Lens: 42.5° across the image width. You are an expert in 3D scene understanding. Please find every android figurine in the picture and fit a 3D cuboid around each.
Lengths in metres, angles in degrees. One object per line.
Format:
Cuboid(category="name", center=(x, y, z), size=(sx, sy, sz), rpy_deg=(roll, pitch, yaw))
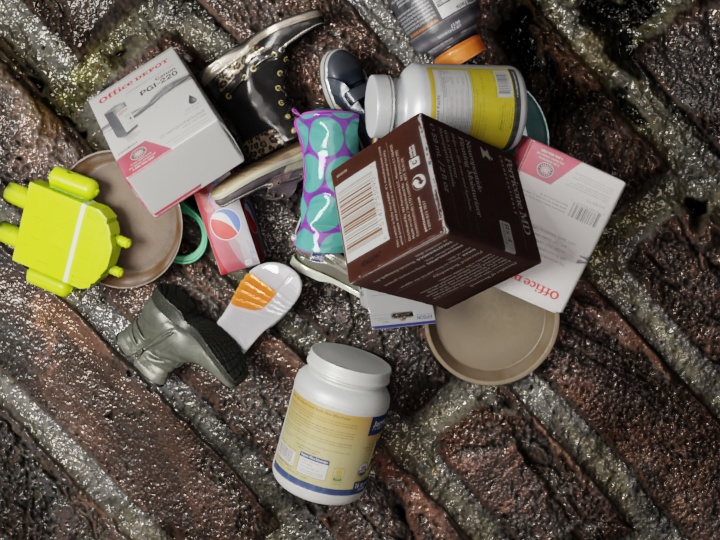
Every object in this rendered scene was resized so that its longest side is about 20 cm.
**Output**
Cuboid(category="android figurine", center=(-0.424, -0.051, 1.330), size=(0.199, 0.041, 0.183), rpy_deg=(19, 105, 7))

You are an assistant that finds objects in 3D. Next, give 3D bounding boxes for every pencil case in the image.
Cuboid(category="pencil case", center=(-0.047, -0.117, 1.250), size=(0.092, 0.085, 0.202), rpy_deg=(1, 101, -3))

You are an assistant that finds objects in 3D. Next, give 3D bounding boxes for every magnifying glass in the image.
Cuboid(category="magnifying glass", center=(-0.287, -0.104, 1.357), size=(0.079, 0.022, 0.201), rpy_deg=(-23, 101, 7))

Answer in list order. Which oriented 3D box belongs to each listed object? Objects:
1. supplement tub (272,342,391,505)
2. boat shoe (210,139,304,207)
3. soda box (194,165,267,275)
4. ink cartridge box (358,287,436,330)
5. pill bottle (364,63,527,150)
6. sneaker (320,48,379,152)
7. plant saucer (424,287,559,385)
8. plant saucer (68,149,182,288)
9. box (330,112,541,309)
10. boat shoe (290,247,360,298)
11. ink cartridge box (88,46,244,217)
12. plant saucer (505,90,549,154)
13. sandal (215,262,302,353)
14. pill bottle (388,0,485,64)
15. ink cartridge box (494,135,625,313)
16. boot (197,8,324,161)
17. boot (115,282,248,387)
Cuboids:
Cuboid(category="supplement tub", center=(-0.038, 0.219, 1.343), size=(0.143, 0.144, 0.202), rpy_deg=(15, 101, -1))
Cuboid(category="boat shoe", center=(-0.114, -0.128, 1.287), size=(0.199, 0.072, 0.065), rpy_deg=(-32, 110, -30))
Cuboid(category="soda box", center=(-0.196, -0.101, 1.327), size=(0.063, 0.070, 0.202), rpy_deg=(-16, 99, 8))
Cuboid(category="ink cartridge box", center=(0.042, -0.015, 1.301), size=(0.099, 0.039, 0.202), rpy_deg=(-3, 76, -17))
Cuboid(category="pill bottle", center=(0.110, -0.214, 1.218), size=(0.198, 0.112, 0.113), rpy_deg=(-1, 101, -11))
Cuboid(category="sneaker", center=(0.015, -0.217, 1.284), size=(0.078, 0.079, 0.201), rpy_deg=(-32, 106, -31))
Cuboid(category="plant saucer", center=(0.192, 0.070, 1.366), size=(0.198, 0.029, 0.202), rpy_deg=(1, 100, 3))
Cuboid(category="plant saucer", center=(-0.347, -0.075, 1.346), size=(0.198, 0.032, 0.202), rpy_deg=(3, 104, 11))
Cuboid(category="box", center=(0.094, -0.069, 1.179), size=(0.164, 0.199, 0.167), rpy_deg=(-29, 61, 37))
Cuboid(category="boat shoe", center=(0.000, 0.001, 1.338), size=(0.200, 0.072, 0.061), rpy_deg=(22, 105, 2))
Cuboid(category="ink cartridge box", center=(-0.263, -0.189, 1.240), size=(0.145, 0.200, 0.085), rpy_deg=(-33, 137, -2))
Cuboid(category="plant saucer", center=(0.166, -0.180, 1.317), size=(0.198, 0.036, 0.202), rpy_deg=(0, 101, 2))
Cuboid(category="sandal", center=(-0.155, 0.055, 1.366), size=(0.079, 0.059, 0.207), rpy_deg=(45, 120, 2))
Cuboid(category="pill bottle", center=(0.093, -0.369, 1.249), size=(0.106, 0.106, 0.201), rpy_deg=(-28, 98, 7))
Cuboid(category="ink cartridge box", center=(0.249, -0.064, 1.278), size=(0.146, 0.083, 0.201), rpy_deg=(23, 101, -7))
Cuboid(category="boot", center=(-0.112, -0.258, 1.293), size=(0.199, 0.073, 0.151), rpy_deg=(-28, 97, 11))
Cuboid(category="boot", center=(-0.263, 0.126, 1.361), size=(0.200, 0.068, 0.131), rpy_deg=(44, 112, 13))
